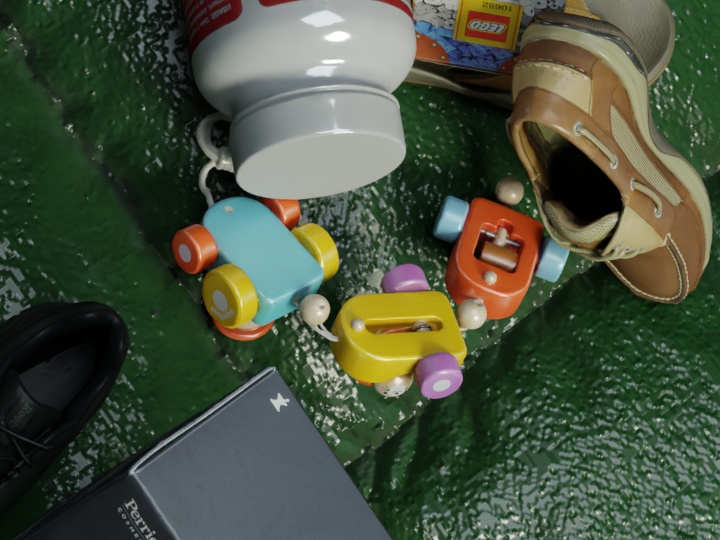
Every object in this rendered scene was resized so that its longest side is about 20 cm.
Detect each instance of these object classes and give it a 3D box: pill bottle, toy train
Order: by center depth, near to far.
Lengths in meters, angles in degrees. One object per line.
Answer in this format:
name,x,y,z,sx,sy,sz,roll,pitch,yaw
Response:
pill bottle,-0.034,-0.144,1.466,0.112,0.112,0.201,-1,70,-21
toy train,0.000,0.000,1.494,0.199,0.056,0.151,18,46,-6

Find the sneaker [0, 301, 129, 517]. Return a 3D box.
sneaker,-0.181,0.084,1.379,0.076,0.091,0.200,41,68,-9

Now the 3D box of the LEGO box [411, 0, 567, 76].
LEGO box,0.079,-0.222,1.490,0.077,0.149,0.201,10,57,1

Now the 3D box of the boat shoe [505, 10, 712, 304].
boat shoe,0.116,-0.043,1.489,0.074,0.075,0.200,-64,143,-27

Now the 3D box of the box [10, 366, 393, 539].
box,-0.063,0.176,1.340,0.104,0.182,0.201,-36,91,-45

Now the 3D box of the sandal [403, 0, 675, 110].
sandal,0.076,-0.127,1.548,0.199,0.054,0.081,7,74,-19
